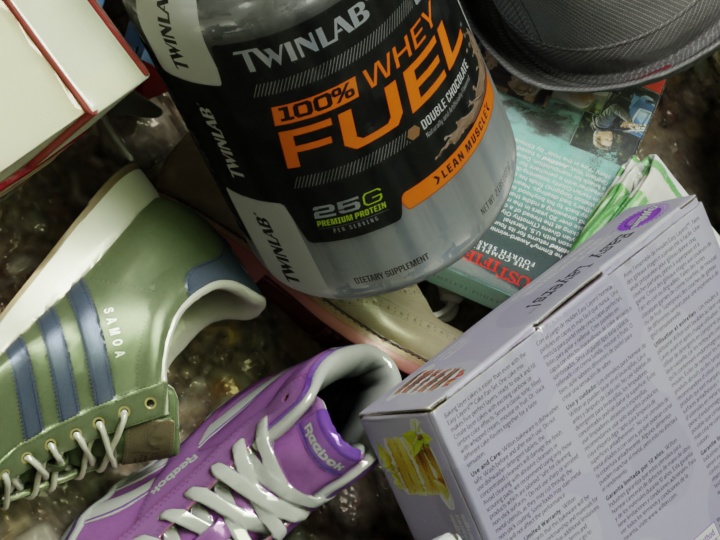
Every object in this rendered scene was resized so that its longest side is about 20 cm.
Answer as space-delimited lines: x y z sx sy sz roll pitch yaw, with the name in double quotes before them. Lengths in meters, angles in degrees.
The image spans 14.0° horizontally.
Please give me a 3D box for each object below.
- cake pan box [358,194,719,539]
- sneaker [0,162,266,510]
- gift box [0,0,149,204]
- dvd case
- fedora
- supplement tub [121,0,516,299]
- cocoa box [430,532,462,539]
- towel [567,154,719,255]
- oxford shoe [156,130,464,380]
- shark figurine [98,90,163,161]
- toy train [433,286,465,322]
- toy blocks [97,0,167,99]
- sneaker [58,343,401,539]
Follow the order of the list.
"cake pan box" 0.111 0.090 1.251 0.200 0.052 0.185 -37 111 -37
"sneaker" -0.115 0.054 1.196 0.090 0.067 0.200 35 66 2
"gift box" -0.212 -0.094 1.151 0.187 0.184 0.200 -37 98 -34
"dvd case" 0.062 -0.078 1.379 0.146 0.022 0.200 23 56 4
"fedora" 0.119 -0.182 1.343 0.200 0.090 0.177 -49 56 -4
"supplement tub" -0.021 -0.095 1.171 0.123 0.122 0.200 -62 142 -33
"cocoa box" -0.023 0.221 1.165 0.200 0.131 0.134 -35 91 -36
"towel" 0.124 0.065 1.313 0.153 0.023 0.200 49 55 -21
"oxford shoe" 0.000 0.000 1.291 0.200 0.070 0.075 31 79 -13
"shark figurine" -0.082 -0.164 1.223 0.128 0.089 0.215 35 83 -16
"toy train" 0.100 0.068 1.350 0.150 0.056 0.200 -16 79 -35
"toy blocks" -0.134 -0.161 1.291 0.200 0.100 0.137 26 72 -30
"sneaker" -0.057 0.098 1.208 0.073 0.114 0.201 46 56 -9
